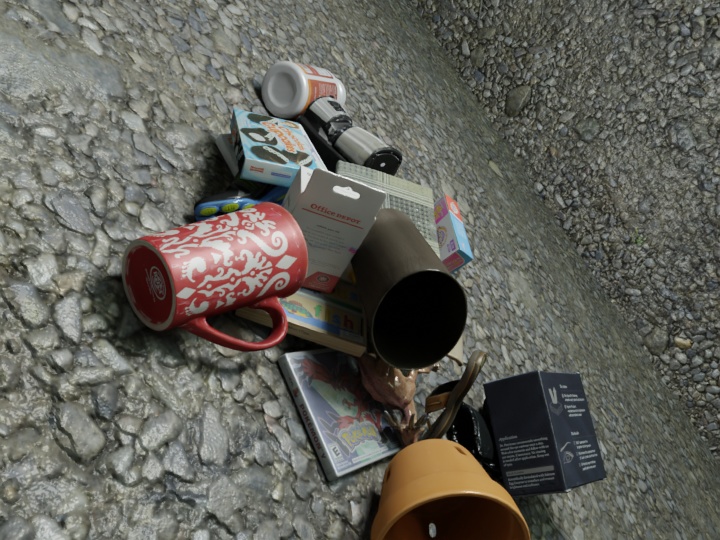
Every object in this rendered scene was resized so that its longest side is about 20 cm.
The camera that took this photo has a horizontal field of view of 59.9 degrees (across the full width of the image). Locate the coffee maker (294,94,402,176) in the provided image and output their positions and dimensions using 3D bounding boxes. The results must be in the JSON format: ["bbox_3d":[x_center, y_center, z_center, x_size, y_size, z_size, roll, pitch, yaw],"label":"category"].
[{"bbox_3d":[-0.051,-0.210,1.213,0.200,0.192,0.135,43,0,27],"label":"coffee maker"}]

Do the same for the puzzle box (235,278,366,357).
[{"bbox_3d":[-0.082,0.044,0.941,0.199,0.025,0.134,21,38,-17],"label":"puzzle box"}]

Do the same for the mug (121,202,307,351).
[{"bbox_3d":[-0.167,0.010,0.776,0.199,0.134,0.178,-19,63,-49],"label":"mug"}]

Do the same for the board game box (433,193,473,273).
[{"bbox_3d":[0.112,-0.030,1.198,0.040,0.200,0.154,31,35,-34],"label":"board game box"}]

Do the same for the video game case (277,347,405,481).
[{"bbox_3d":[-0.019,0.200,0.931,0.199,0.023,0.183,2,57,-56],"label":"video game case"}]

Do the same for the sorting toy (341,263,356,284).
[{"bbox_3d":[0.000,0.000,1.112,0.179,0.107,0.201,24,39,-32],"label":"sorting toy"}]

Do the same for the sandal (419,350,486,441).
[{"bbox_3d":[0.135,0.204,0.996,0.054,0.201,0.082,29,27,12],"label":"sandal"}]

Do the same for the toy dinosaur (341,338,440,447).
[{"bbox_3d":[0.042,0.178,0.945,0.200,0.086,0.136,39,37,-15],"label":"toy dinosaur"}]

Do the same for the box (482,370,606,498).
[{"bbox_3d":[0.334,0.290,1.128,0.196,0.117,0.202,13,62,-49],"label":"box"}]

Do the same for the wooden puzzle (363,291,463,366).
[{"bbox_3d":[0.098,0.046,1.042,0.199,0.037,0.186,31,36,-16],"label":"wooden puzzle"}]

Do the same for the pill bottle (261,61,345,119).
[{"bbox_3d":[-0.113,-0.380,1.339,0.113,0.112,0.200,57,28,7],"label":"pill bottle"}]

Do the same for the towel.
[{"bbox_3d":[0.044,-0.090,1.078,0.198,0.035,0.194,14,51,-20],"label":"towel"}]

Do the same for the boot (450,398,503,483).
[{"bbox_3d":[0.227,0.288,1.153,0.162,0.073,0.199,36,38,-34],"label":"boot"}]

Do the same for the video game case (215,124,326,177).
[{"bbox_3d":[-0.130,-0.162,1.091,0.181,0.023,0.201,-20,75,-42],"label":"video game case"}]

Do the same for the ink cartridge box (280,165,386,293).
[{"bbox_3d":[-0.056,-0.069,0.898,0.116,0.201,0.068,17,39,-22],"label":"ink cartridge box"}]

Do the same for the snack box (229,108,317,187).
[{"bbox_3d":[-0.141,-0.194,0.995,0.115,0.037,0.201,8,31,-23],"label":"snack box"}]

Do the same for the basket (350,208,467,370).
[{"bbox_3d":[0.056,0.011,0.906,0.201,0.135,0.181,-112,-168,-50],"label":"basket"}]

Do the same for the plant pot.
[{"bbox_3d":[0.106,0.322,0.827,0.200,0.200,0.140,42,14,-20],"label":"plant pot"}]

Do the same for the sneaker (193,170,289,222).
[{"bbox_3d":[-0.177,-0.117,0.969,0.083,0.071,0.199,41,47,20],"label":"sneaker"}]
